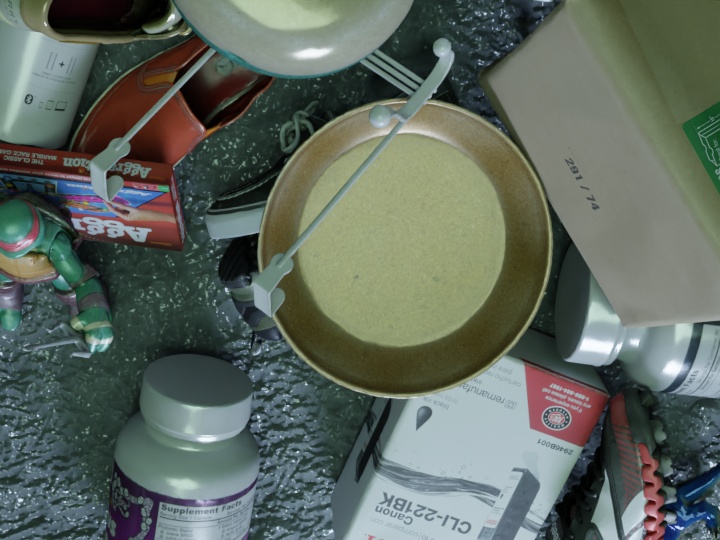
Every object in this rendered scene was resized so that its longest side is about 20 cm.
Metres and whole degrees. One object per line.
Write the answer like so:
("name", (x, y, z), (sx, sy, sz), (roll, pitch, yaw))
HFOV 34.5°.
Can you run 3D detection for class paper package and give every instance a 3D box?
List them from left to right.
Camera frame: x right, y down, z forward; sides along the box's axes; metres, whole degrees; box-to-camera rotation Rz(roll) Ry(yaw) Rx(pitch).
("paper package", (0.179, -0.077, 0.697), (0.103, 0.191, 0.202), (-31, 91, -9))

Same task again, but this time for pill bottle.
("pill bottle", (-0.136, 0.172, 0.881), (0.110, 0.113, 0.203), (9, 110, -6))
("pill bottle", (0.248, 0.031, 0.844), (0.197, 0.120, 0.121), (7, 111, -6))

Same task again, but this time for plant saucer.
("plant saucer", (0.029, -0.016, 0.779), (0.197, 0.035, 0.204), (-1, 104, -5))

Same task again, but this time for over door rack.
("over door rack", (-0.055, -0.096, 0.704), (0.147, 0.067, 0.201), (34, 79, 15))

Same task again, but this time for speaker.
("speaker", (-0.199, -0.186, 0.759), (0.080, 0.081, 0.202), (21, 109, -11))

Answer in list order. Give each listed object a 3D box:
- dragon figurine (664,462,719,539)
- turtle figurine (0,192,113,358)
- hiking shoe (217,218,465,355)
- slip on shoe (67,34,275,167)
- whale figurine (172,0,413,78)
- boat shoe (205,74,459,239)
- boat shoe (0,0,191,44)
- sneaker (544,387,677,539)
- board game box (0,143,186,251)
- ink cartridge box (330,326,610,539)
("dragon figurine", (0.233, 0.197, 0.938), (0.098, 0.059, 0.202), (22, 109, -11))
("turtle figurine", (-0.224, 0.000, 0.770), (0.148, 0.200, 0.102), (23, 77, 0))
("hiking shoe", (0.000, 0.000, 0.854), (0.197, 0.076, 0.102), (-14, 128, 5))
("slip on shoe", (-0.126, -0.114, 0.801), (0.199, 0.061, 0.074), (-34, 111, 11))
("whale figurine", (-0.019, -0.190, 0.557), (0.157, 0.104, 0.202), (25, 85, -11))
("boat shoe", (-0.024, -0.083, 0.811), (0.197, 0.074, 0.069), (-21, 103, 8))
("boat shoe", (-0.133, -0.173, 0.720), (0.198, 0.066, 0.075), (-22, 137, -40))
("sneaker", (0.185, 0.179, 0.860), (0.096, 0.071, 0.203), (0, 116, 12))
("board game box", (-0.223, -0.053, 0.796), (0.197, 0.103, 0.020), (7, 67, 0))
("ink cartridge box", (0.079, 0.140, 0.895), (0.142, 0.084, 0.202), (20, 109, -11))
